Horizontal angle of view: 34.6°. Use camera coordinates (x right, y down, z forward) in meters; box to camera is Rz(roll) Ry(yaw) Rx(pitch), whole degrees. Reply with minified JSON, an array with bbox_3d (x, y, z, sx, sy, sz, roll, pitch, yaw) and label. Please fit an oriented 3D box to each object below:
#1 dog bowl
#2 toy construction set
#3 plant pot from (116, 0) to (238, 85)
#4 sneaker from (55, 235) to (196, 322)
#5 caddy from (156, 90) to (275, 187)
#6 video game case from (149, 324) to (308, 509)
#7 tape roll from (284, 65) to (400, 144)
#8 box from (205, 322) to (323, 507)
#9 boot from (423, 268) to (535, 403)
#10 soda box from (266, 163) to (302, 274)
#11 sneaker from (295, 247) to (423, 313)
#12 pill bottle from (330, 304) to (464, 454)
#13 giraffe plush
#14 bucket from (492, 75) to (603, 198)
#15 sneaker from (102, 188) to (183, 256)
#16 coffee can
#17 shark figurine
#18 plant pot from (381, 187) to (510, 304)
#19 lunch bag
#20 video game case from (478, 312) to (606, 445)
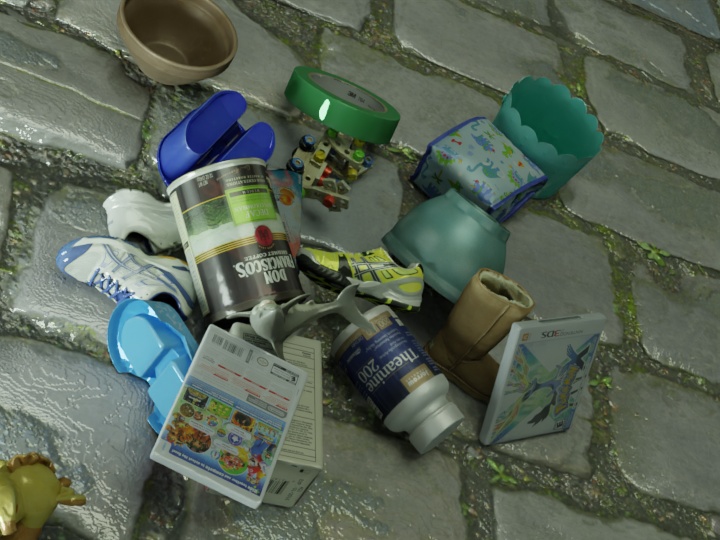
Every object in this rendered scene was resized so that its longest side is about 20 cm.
[{"bbox_3d":[-0.251,0.125,1.492,0.049,0.112,0.201,-9,58,-53],"label":"dog bowl"},{"bbox_3d":[-0.054,-0.159,1.876,0.130,0.092,0.201,30,33,-7],"label":"toy construction set"},{"bbox_3d":[-0.307,-0.370,1.885,0.199,0.093,0.202,17,47,-18],"label":"plant pot"},{"bbox_3d":[-0.314,0.016,1.564,0.198,0.075,0.089,13,48,-22],"label":"sneaker"},{"bbox_3d":[-0.223,-0.180,1.768,0.142,0.105,0.200,48,46,-12],"label":"caddy"},{"bbox_3d":[-0.156,0.175,1.410,0.142,0.018,0.201,28,48,-9],"label":"video game case"},{"bbox_3d":[-0.030,-0.282,1.959,0.198,0.049,0.201,22,19,-8],"label":"tape roll"},{"bbox_3d":[-0.126,0.189,1.510,0.126,0.109,0.202,14,47,-19],"label":"box"},{"bbox_3d":[0.201,0.105,1.722,0.174,0.201,0.067,25,44,-12],"label":"boot"},{"bbox_3d":[-0.129,-0.062,1.750,0.063,0.069,0.202,16,48,-20],"label":"soda box"},{"bbox_3d":[0.000,0.000,1.687,0.198,0.075,0.077,20,79,-16],"label":"sneaker"},{"bbox_3d":[0.056,0.158,1.650,0.110,0.111,0.201,-24,69,-43],"label":"pill bottle"},{"bbox_3d":[-0.402,0.257,1.262,0.173,0.200,0.162,49,16,18],"label":"giraffe plush"},{"bbox_3d":[0.334,-0.245,2.154,0.205,0.135,0.209,17,47,-20],"label":"bucket"},{"bbox_3d":[-0.274,-0.059,1.670,0.198,0.075,0.088,4,63,-21],"label":"sneaker"},{"bbox_3d":[-0.172,-0.035,1.590,0.145,0.146,0.202,-11,80,-38],"label":"coffee can"},{"bbox_3d":[-0.085,0.079,1.513,0.213,0.127,0.091,-5,79,-54],"label":"shark figurine"},{"bbox_3d":[0.150,-0.042,1.799,0.199,0.135,0.200,36,9,-7],"label":"plant pot"},{"bbox_3d":[0.214,-0.172,2.023,0.170,0.128,0.199,46,54,11],"label":"lunch bag"},{"bbox_3d":[0.274,0.162,1.732,0.181,0.202,0.022,-4,29,-35],"label":"video game case"}]
